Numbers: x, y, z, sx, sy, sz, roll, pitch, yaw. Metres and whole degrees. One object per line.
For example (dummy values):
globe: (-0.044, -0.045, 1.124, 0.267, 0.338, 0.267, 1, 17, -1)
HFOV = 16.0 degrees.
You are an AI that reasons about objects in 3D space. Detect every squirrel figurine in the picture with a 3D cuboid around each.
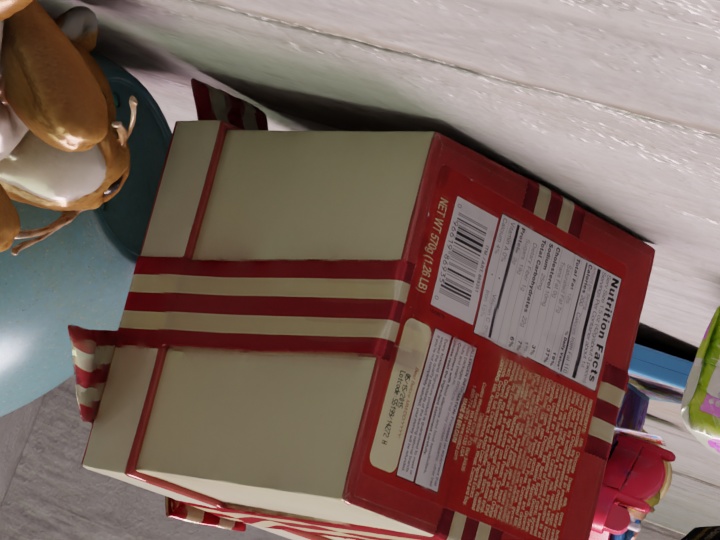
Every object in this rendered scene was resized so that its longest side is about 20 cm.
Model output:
squirrel figurine: (-0.179, -0.090, 1.009, 0.200, 0.142, 0.187, 34, -170, 23)

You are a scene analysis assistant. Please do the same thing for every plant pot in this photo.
plant pot: (-0.160, -0.033, 1.170, 0.134, 0.201, 0.200, -13, 158, 25)

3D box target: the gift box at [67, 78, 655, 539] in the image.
gift box: (-0.010, 0.025, 1.118, 0.186, 0.185, 0.200, 3, 159, 45)

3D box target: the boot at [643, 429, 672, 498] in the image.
boot: (0.181, 0.144, 2.037, 0.200, 0.073, 0.155, 20, 174, 32)

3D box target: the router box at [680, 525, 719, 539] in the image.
router box: (0.247, 0.198, 1.531, 0.157, 0.052, 0.200, -6, -173, 26)

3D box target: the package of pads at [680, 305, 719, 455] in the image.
package of pads: (0.252, 0.080, 1.191, 0.199, 0.068, 0.155, 19, 175, 14)

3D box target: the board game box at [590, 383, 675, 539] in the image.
board game box: (0.154, 0.150, 1.522, 0.039, 0.158, 0.200, 19, 177, 15)

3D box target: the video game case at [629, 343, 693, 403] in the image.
video game case: (0.157, 0.058, 1.526, 0.143, 0.018, 0.200, 18, 175, -18)
